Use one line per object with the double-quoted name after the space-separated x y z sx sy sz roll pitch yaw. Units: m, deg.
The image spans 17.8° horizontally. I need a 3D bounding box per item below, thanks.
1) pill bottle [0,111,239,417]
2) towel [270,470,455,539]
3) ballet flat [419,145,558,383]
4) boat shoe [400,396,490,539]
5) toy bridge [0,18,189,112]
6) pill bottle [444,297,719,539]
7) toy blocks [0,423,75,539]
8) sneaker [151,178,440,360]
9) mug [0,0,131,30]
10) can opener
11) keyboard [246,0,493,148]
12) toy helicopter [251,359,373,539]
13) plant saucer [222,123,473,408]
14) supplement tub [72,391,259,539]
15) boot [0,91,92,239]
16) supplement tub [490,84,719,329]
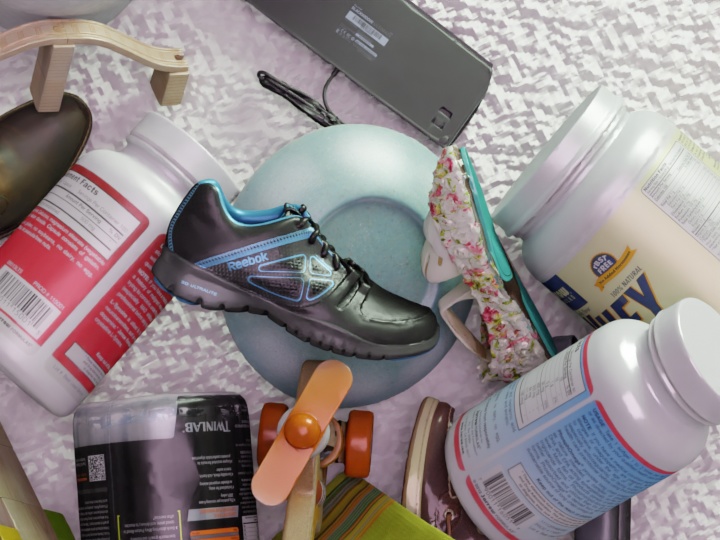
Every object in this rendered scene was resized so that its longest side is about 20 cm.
-0.179 -0.008 1.571 0.112 0.112 0.200 41 80 -2 "pill bottle"
0.005 0.191 1.537 0.086 0.200 0.018 -47 117 -10 "towel"
0.078 0.006 1.578 0.064 0.076 0.201 -21 122 8 "ballet flat"
0.062 0.189 1.591 0.071 0.072 0.201 4 71 0 "boat shoe"
-0.212 -0.141 1.574 0.199 0.067 0.027 -4 49 -26 "toy bridge"
0.161 0.101 1.537 0.200 0.109 0.109 -34 89 31 "pill bottle"
-0.276 0.195 1.539 0.136 0.100 0.201 -37 63 13 "toy blocks"
-0.034 0.003 1.522 0.199 0.073 0.082 18 98 -13 "sneaker"
-0.195 -0.266 1.563 0.147 0.175 0.200 38 81 -2 "mug"
0.158 0.147 1.639 0.066 0.053 0.202 -1 84 25 "can opener"
-0.011 -0.153 1.655 0.200 0.021 0.127 37 75 -2 "keyboard"
-0.036 0.148 1.522 0.078 0.133 0.201 5 55 2 "toy helicopter"
0.000 0.000 1.598 0.200 0.039 0.203 -4 99 -22 "plant saucer"
-0.128 0.186 1.552 0.122 0.123 0.202 -4 84 -8 "supplement tub"
-0.263 -0.057 1.572 0.200 0.097 0.075 -41 90 -9 "boot"
0.205 -0.019 1.606 0.200 0.145 0.145 40 81 -2 "supplement tub"
